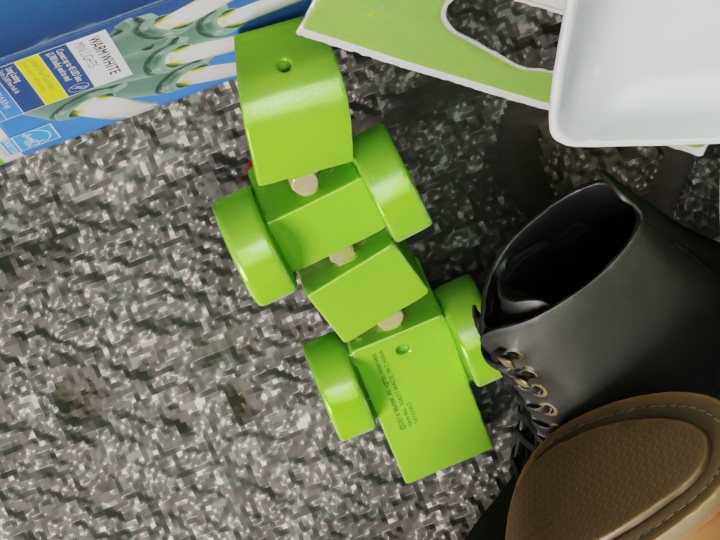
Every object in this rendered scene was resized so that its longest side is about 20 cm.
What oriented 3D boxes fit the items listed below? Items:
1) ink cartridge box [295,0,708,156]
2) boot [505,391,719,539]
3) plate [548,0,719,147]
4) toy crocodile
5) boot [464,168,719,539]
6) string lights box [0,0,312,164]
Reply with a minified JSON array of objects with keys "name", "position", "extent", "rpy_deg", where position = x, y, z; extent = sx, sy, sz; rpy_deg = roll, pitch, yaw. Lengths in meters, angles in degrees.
[{"name":"ink cartridge box","position":[0.080,-0.141,0.771],"extent":[0.147,0.076,0.200],"rpy_deg":[15,135,-18]},{"name":"boot","position":[0.101,0.133,0.871],"extent":[0.155,0.077,0.200],"rpy_deg":[33,124,-18]},{"name":"plate","position":[0.156,-0.116,0.723],"extent":[0.199,0.032,0.200],"rpy_deg":[-1,137,-3]},{"name":"toy crocodile","position":[0.000,0.000,0.909],"extent":[0.067,0.062,0.200],"rpy_deg":[-26,132,3]},{"name":"boot","position":[0.059,0.055,0.902],"extent":[0.138,0.078,0.200],"rpy_deg":[28,108,-43]},{"name":"string lights box","position":[-0.061,-0.101,0.874],"extent":[0.199,0.103,0.059],"rpy_deg":[-20,77,1]}]
